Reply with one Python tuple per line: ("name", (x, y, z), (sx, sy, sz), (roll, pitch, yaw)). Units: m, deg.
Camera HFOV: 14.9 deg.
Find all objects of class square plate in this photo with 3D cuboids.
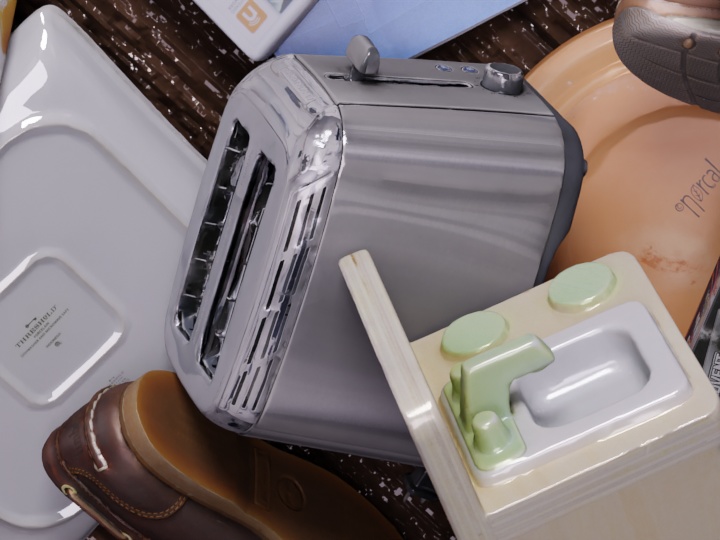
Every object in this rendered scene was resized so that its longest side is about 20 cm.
("square plate", (-0.138, 0.020, 1.192), (0.200, 0.028, 0.198), (-44, 118, 2))

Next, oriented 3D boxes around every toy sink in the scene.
("toy sink", (0.086, 0.077, 1.084), (0.112, 0.130, 0.200), (-24, 120, 0))

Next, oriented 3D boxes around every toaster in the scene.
("toaster", (0.000, 0.000, 1.160), (0.129, 0.114, 0.200), (8, 113, -24))

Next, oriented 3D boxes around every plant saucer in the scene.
("plant saucer", (0.145, -0.016, 1.214), (0.200, 0.032, 0.201), (1, 99, 4))

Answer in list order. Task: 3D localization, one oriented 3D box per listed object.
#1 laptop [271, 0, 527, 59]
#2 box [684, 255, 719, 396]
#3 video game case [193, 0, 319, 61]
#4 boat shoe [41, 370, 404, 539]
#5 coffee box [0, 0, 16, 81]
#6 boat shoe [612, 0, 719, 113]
("laptop", (0.025, -0.191, 1.151), (0.116, 0.200, 0.187), (-32, 98, -32))
("box", (0.194, 0.079, 1.189), (0.137, 0.040, 0.200), (19, 120, 0))
("video game case", (-0.047, -0.217, 1.155), (0.182, 0.023, 0.200), (45, 120, 3))
("boat shoe", (-0.051, 0.115, 1.216), (0.070, 0.070, 0.200), (-32, 122, 31))
("coffee box", (-0.201, -0.145, 1.140), (0.114, 0.080, 0.200), (3, 75, 26))
("boat shoe", (0.197, -0.107, 1.161), (0.200, 0.076, 0.072), (4, 71, -21))
